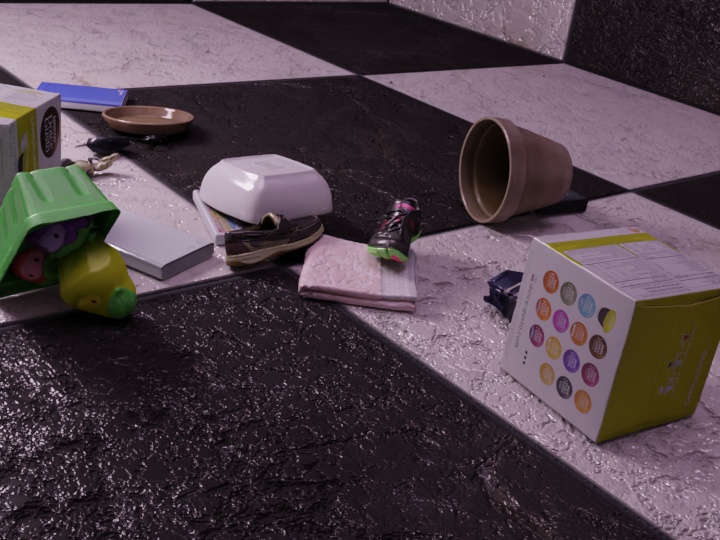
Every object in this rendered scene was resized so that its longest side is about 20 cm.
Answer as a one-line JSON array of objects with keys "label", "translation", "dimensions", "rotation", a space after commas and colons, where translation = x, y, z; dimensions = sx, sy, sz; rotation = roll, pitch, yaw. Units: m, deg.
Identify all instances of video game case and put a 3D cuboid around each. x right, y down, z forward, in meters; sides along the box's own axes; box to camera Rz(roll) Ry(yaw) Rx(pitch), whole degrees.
[{"label": "video game case", "translation": [-0.191, -0.098, 1.668], "dimensions": [0.179, 0.024, 0.200], "rotation": [-2, 28, -22]}]

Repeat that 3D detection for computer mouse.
[{"label": "computer mouse", "translation": [-0.473, -0.258, 1.919], "dimensions": [0.058, 0.035, 0.198], "rotation": [4, 11, 41]}]

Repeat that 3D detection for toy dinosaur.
[{"label": "toy dinosaur", "translation": [-0.536, -0.187, 1.721], "dimensions": [0.197, 0.048, 0.088], "rotation": [-5, 13, -26]}]

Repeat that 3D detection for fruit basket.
[{"label": "fruit basket", "translation": [-0.398, -0.013, 1.268], "dimensions": [0.154, 0.219, 0.214], "rotation": [-16, 34, -42]}]

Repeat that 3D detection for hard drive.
[{"label": "hard drive", "translation": [-0.643, -0.399, 2.164], "dimensions": [0.196, 0.026, 0.132], "rotation": [4, 25, -9]}, {"label": "hard drive", "translation": [-0.352, -0.046, 1.500], "dimensions": [0.197, 0.027, 0.132], "rotation": [20, 27, 24]}, {"label": "hard drive", "translation": [0.366, -0.171, 1.998], "dimensions": [0.138, 0.033, 0.200], "rotation": [-8, 30, -31]}]

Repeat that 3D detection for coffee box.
[{"label": "coffee box", "translation": [-0.593, -0.172, 1.459], "dimensions": [0.196, 0.203, 0.198], "rotation": [9, 24, 2]}, {"label": "coffee box", "translation": [0.340, 0.077, 1.252], "dimensions": [0.197, 0.203, 0.197], "rotation": [-6, 28, -32]}]

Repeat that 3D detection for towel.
[{"label": "towel", "translation": [0.000, 0.000, 1.511], "dimensions": [0.187, 0.033, 0.201], "rotation": [8, 24, -1]}]

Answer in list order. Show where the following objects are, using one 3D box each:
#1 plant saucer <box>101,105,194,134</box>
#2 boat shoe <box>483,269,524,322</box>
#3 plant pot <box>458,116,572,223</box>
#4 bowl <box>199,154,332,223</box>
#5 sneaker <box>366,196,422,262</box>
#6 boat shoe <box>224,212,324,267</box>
[{"label": "plant saucer", "translation": [-0.462, -0.328, 2.047], "dimensions": [0.196, 0.030, 0.201], "rotation": [5, 20, -2]}, {"label": "boat shoe", "translation": [0.282, 0.024, 1.494], "dimensions": [0.198, 0.076, 0.092], "rotation": [-17, 42, -42]}, {"label": "plant pot", "translation": [0.311, -0.194, 1.831], "dimensions": [0.171, 0.203, 0.200], "rotation": [-1, 26, -24]}, {"label": "bowl", "translation": [-0.165, -0.151, 1.656], "dimensions": [0.198, 0.076, 0.199], "rotation": [-11, 25, -40]}, {"label": "sneaker", "translation": [0.058, -0.072, 1.552], "dimensions": [0.075, 0.085, 0.200], "rotation": [12, 22, 7]}, {"label": "boat shoe", "translation": [-0.138, -0.062, 1.526], "dimensions": [0.072, 0.066, 0.199], "rotation": [7, 24, 41]}]
